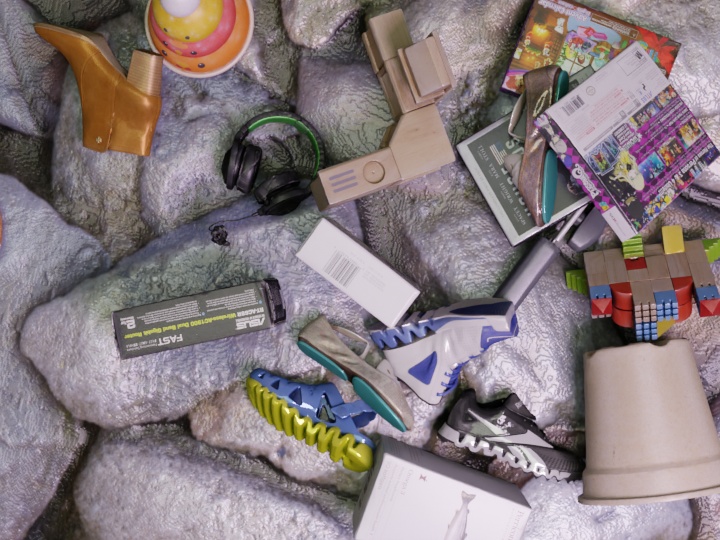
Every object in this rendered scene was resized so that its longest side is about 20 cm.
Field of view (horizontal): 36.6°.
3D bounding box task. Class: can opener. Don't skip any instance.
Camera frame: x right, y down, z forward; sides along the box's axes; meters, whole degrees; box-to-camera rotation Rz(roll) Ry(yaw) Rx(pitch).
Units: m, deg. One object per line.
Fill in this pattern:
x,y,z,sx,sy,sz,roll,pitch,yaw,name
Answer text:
0.245,-0.017,1.409,0.066,0.053,0.200,41,92,0,can opener

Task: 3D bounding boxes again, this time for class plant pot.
0.355,0.183,1.347,0.198,0.200,0.186,-8,83,2,plant pot

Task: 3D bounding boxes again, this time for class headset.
-0.128,-0.117,1.400,0.123,0.094,0.201,36,81,1,headset

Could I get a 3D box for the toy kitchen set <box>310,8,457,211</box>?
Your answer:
0.011,-0.204,1.339,0.179,0.163,0.202,-20,90,-12,toy kitchen set

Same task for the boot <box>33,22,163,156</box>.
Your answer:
-0.352,-0.234,1.421,0.199,0.071,0.146,20,105,13,boot

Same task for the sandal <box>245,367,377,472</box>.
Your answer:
-0.058,0.181,1.422,0.199,0.080,0.088,30,62,6,sandal

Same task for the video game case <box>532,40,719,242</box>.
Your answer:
0.327,-0.161,1.323,0.200,0.036,0.182,-38,90,-31,video game case

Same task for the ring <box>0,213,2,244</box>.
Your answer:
-0.574,-0.056,1.455,0.197,0.019,0.203,0,91,3,ring

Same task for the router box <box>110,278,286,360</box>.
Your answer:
-0.200,0.059,1.378,0.197,0.150,0.063,-12,90,2,router box

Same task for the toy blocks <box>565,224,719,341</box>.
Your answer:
0.359,0.028,1.349,0.197,0.137,0.101,-6,124,10,toy blocks

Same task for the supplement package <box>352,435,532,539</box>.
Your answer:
0.100,0.307,1.386,0.198,0.117,0.118,20,91,-2,supplement package

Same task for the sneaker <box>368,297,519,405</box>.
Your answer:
0.115,0.107,1.397,0.197,0.080,0.117,-11,102,26,sneaker

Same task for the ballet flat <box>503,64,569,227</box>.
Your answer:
0.213,-0.153,1.344,0.066,0.068,0.203,5,81,25,ballet flat

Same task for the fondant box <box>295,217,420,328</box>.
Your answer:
0.000,0.000,1.344,0.144,0.200,0.058,37,94,1,fondant box

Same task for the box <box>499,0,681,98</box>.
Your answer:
0.296,-0.263,1.408,0.198,0.039,0.138,21,93,2,box

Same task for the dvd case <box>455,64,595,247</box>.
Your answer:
0.241,-0.144,1.377,0.199,0.025,0.151,-30,83,5,dvd case

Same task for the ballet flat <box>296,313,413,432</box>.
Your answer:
0.004,0.124,1.393,0.199,0.068,0.062,38,71,20,ballet flat

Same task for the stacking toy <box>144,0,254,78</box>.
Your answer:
-0.215,-0.325,1.346,0.144,0.200,0.148,0,91,3,stacking toy

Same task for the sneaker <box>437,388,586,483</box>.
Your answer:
0.205,0.209,1.408,0.198,0.066,0.092,19,94,4,sneaker
